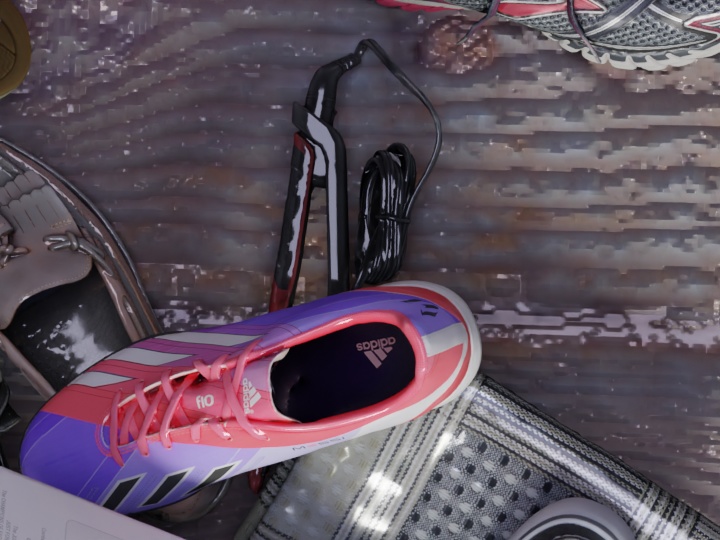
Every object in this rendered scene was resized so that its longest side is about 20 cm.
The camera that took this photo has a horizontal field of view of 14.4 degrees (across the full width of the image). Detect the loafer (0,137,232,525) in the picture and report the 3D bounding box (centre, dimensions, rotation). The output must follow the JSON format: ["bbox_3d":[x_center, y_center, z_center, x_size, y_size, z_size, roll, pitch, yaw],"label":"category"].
[{"bbox_3d":[-0.123,0.021,1.205,0.072,0.063,0.200,-37,87,1],"label":"loafer"}]

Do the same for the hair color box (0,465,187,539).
[{"bbox_3d":[-0.073,0.165,1.090,0.199,0.065,0.110,24,44,-24],"label":"hair color box"}]

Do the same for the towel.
[{"bbox_3d":[0.036,0.146,1.178,0.192,0.035,0.201,32,109,3],"label":"towel"}]

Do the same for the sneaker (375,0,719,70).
[{"bbox_3d":[0.080,-0.131,1.200,0.199,0.075,0.081,5,88,2],"label":"sneaker"}]

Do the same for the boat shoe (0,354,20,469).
[{"bbox_3d":[-0.176,0.062,1.206,0.063,0.071,0.201,-19,95,2],"label":"boat shoe"}]

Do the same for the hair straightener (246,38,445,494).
[{"bbox_3d":[0.000,0.000,1.220,0.076,0.041,0.201,7,83,2],"label":"hair straightener"}]

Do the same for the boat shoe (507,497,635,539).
[{"bbox_3d":[0.056,0.187,1.140,0.068,0.057,0.201,26,107,7],"label":"boat shoe"}]

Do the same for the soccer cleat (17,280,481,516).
[{"bbox_3d":[-0.052,0.051,1.126,0.199,0.073,0.069,-17,88,13],"label":"soccer cleat"}]

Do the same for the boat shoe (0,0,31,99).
[{"bbox_3d":[-0.242,-0.086,1.216,0.199,0.065,0.074,-4,76,-16],"label":"boat shoe"}]
